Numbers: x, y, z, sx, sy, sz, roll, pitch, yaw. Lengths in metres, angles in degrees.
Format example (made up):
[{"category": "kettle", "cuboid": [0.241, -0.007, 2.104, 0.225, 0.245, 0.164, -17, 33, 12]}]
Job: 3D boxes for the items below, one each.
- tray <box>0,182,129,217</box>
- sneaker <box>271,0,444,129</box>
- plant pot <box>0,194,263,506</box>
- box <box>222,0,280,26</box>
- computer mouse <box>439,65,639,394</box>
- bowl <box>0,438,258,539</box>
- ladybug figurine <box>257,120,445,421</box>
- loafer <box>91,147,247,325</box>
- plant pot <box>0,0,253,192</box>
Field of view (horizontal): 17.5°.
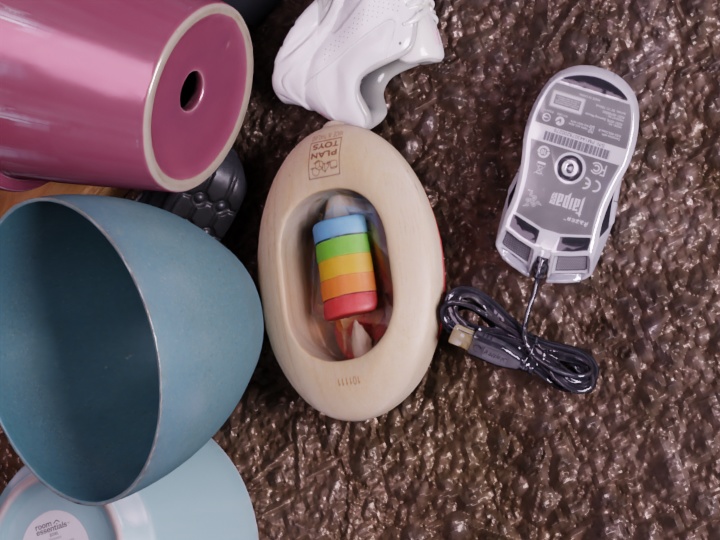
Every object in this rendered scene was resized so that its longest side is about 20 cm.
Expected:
[{"category": "tray", "cuboid": [-0.224, -0.072, 1.702, 0.200, 0.037, 0.099, -48, 64, 17]}, {"category": "sneaker", "cuboid": [0.025, -0.183, 1.558, 0.099, 0.078, 0.201, 32, 108, 21]}, {"category": "plant pot", "cuboid": [-0.142, 0.040, 1.535, 0.199, 0.134, 0.202, 16, 112, 45]}, {"category": "box", "cuboid": [-0.096, -0.294, 1.630, 0.141, 0.079, 0.201, -44, 65, 23]}, {"category": "computer mouse", "cuboid": [0.127, -0.030, 1.486, 0.109, 0.044, 0.201, 19, 90, 9]}, {"category": "bowl", "cuboid": [-0.179, 0.196, 1.605, 0.199, 0.105, 0.203, -3, 83, 29]}, {"category": "ladybug figurine", "cuboid": [0.000, 0.000, 1.543, 0.135, 0.072, 0.202, -9, 80, 30]}, {"category": "loafer", "cuboid": [-0.146, -0.009, 1.640, 0.201, 0.068, 0.071, -55, 27, 20]}, {"category": "plant pot", "cuboid": [-0.179, -0.136, 1.553, 0.178, 0.200, 0.201, 19, 94, 25]}]
